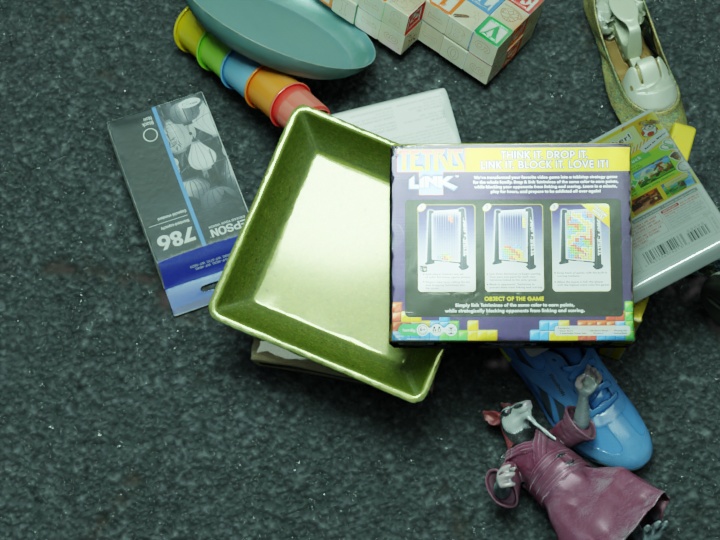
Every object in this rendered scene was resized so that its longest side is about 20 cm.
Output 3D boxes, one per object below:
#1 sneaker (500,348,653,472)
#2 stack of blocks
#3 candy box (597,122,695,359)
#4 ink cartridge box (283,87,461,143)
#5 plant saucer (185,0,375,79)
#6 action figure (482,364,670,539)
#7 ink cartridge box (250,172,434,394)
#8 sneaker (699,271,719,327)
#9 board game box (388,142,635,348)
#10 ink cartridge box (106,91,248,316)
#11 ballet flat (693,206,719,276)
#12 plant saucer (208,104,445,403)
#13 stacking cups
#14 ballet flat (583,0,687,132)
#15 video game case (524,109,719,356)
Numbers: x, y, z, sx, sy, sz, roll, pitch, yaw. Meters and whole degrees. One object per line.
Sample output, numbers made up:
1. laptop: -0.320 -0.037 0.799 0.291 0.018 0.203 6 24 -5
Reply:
1. sneaker: 0.188 0.094 1.430 0.066 0.078 0.200 -34 73 -16
2. stack of blocks: 0.064 -0.269 1.576 0.200 0.059 0.115 35 59 12
3. candy box: 0.261 -0.027 1.468 0.026 0.102 0.200 19 68 3
4. ink cartridge box: 0.028 -0.057 1.517 0.160 0.047 0.201 -14 85 -8
5. plant saucer: -0.082 -0.234 1.529 0.200 0.027 0.200 22 26 -11
6. action figure: 0.182 0.183 1.391 0.134 0.149 0.200 -32 51 -13
7. ink cartridge box: 0.000 0.000 1.441 0.164 0.075 0.201 9 83 3
8. sneaker: 0.413 0.021 1.478 0.200 0.076 0.116 21 59 -1
9. board game box: 0.123 -0.020 1.327 0.199 0.057 0.166 1 81 2
10. ink cartridge box: -0.161 -0.065 1.508 0.099 0.039 0.200 -20 70 -10
11. ballet flat: 0.388 -0.048 1.499 0.200 0.074 0.074 -23 70 -11
12. plant saucer: -0.002 -0.013 1.380 0.199 0.048 0.200 23 83 3
13. stacking cups: -0.097 -0.184 1.518 0.060 0.061 0.200 -38 56 -15
14. ballet flat: 0.268 -0.206 1.563 0.070 0.071 0.200 -14 69 -7
15. video game case: 0.205 -0.036 1.414 0.200 0.023 0.182 -29 45 8
